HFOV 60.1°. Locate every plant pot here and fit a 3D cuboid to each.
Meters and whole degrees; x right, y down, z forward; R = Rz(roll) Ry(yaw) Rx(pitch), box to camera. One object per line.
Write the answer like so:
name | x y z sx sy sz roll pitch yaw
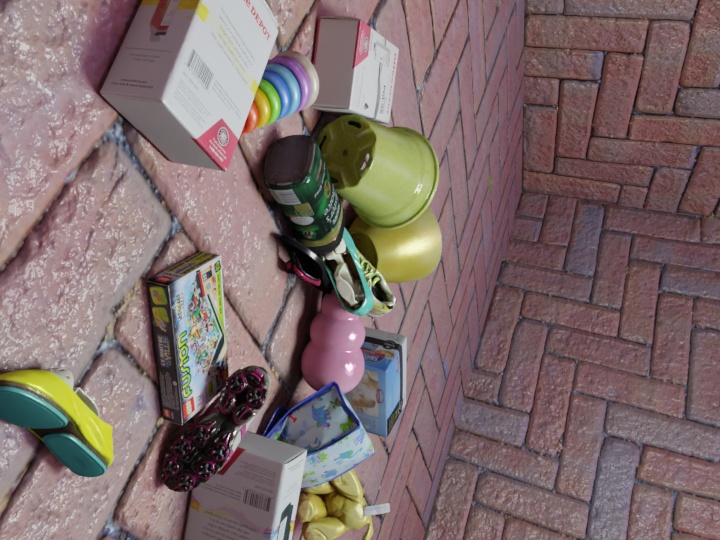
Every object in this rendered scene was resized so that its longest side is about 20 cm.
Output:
plant pot | 0.016 -0.191 1.129 0.184 0.199 0.203 14 87 -58
plant pot | 0.048 -0.055 1.288 0.141 0.199 0.202 -24 125 -39

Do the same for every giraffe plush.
giraffe plush | -0.049 0.493 1.348 0.162 0.198 0.175 150 -49 -79

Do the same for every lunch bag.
lunch bag | -0.091 0.318 1.134 0.199 0.128 0.171 -32 146 -7

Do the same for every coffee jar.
coffee jar | -0.084 -0.116 1.006 0.201 0.084 0.105 67 26 -57

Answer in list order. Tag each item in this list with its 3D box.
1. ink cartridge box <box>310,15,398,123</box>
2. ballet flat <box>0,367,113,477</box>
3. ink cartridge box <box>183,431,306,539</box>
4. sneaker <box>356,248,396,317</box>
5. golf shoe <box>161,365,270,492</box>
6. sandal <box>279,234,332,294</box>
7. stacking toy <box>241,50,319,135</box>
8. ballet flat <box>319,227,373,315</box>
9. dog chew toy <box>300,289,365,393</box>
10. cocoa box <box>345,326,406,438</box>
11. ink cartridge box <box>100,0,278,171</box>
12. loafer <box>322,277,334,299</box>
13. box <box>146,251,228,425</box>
ink cartridge box | -0.007 -0.348 1.104 0.200 0.082 0.148 -15 114 -67
ballet flat | -0.302 0.138 0.621 0.201 0.066 0.068 80 8 -50
ink cartridge box | -0.175 0.355 0.928 0.083 0.144 0.203 2 99 -71
sneaker | 0.000 0.000 1.193 0.200 0.076 0.076 49 58 -14
golf shoe | -0.194 0.221 0.867 0.200 0.072 0.092 -49 177 -6
sandal | -0.094 0.003 1.075 0.045 0.075 0.200 -52 155 -15
stacking toy | -0.140 -0.228 0.838 0.200 0.085 0.086 -47 143 -45
ballet flat | -0.034 -0.012 1.105 0.202 0.067 0.070 64 13 2
dog chew toy | -0.045 0.129 1.180 0.124 0.123 0.203 -10 112 -68
cocoa box | 0.025 0.252 1.415 0.131 0.132 0.202 -50 145 -51
ink cartridge box | -0.181 -0.238 0.700 0.145 0.083 0.202 52 52 -64
loafer | -0.041 0.112 1.261 0.073 0.072 0.203 -27 126 -65
box | -0.223 0.088 0.822 0.110 0.034 0.202 -42 138 -58
